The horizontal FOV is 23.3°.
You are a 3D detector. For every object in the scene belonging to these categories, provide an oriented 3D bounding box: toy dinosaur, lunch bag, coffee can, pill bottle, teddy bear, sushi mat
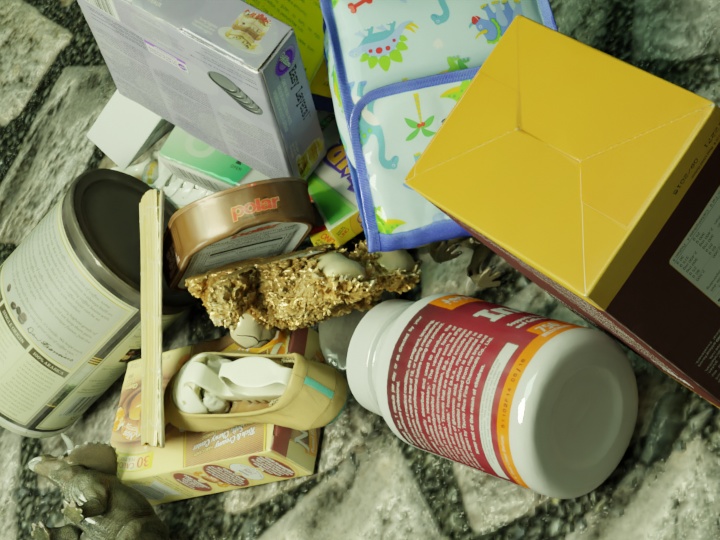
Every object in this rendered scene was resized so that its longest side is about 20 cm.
[{"bbox_3d":[0.081,-0.033,1.341,0.199,0.058,0.102,-29,31,18],"label":"toy dinosaur"},{"bbox_3d":[0.067,-0.118,1.270,0.168,0.128,0.202,-11,69,-2],"label":"lunch bag"},{"bbox_3d":[-0.190,0.205,1.380,0.200,0.102,0.077,44,125,9],"label":"toy dinosaur"},{"bbox_3d":[-0.249,0.030,1.524,0.200,0.146,0.147,-43,40,28],"label":"coffee can"},{"bbox_3d":[0.083,0.078,1.200,0.199,0.113,0.114,15,74,49],"label":"pill bottle"},{"bbox_3d":[-0.044,0.019,1.302,0.198,0.145,0.067,-12,95,29],"label":"teddy bear"},{"bbox_3d":[-0.164,0.039,1.378,0.096,0.012,0.202,166,103,-77],"label":"sushi mat"}]

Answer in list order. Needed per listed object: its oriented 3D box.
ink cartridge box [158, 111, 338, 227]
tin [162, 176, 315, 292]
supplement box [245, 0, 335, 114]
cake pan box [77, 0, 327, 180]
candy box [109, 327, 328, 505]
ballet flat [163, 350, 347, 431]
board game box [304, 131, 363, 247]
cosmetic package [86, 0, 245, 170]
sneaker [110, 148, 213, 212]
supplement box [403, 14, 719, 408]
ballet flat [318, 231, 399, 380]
[{"bbox_3d":[-0.057,-0.146,1.502,0.160,0.050,0.201,22,76,30],"label":"ink cartridge box"},{"bbox_3d":[-0.098,-0.026,1.383,0.200,0.111,0.042,132,119,-71],"label":"tin"},{"bbox_3d":[0.000,-0.235,1.403,0.109,0.109,0.201,44,114,36],"label":"supplement box"},{"bbox_3d":[-0.127,-0.161,1.350,0.199,0.185,0.052,29,69,21],"label":"cake pan box"},{"bbox_3d":[-0.118,0.118,1.423,0.199,0.055,0.116,-15,54,38],"label":"candy box"},{"bbox_3d":[-0.095,0.084,1.331,0.199,0.063,0.069,-6,60,42],"label":"ballet flat"},{"bbox_3d":[0.032,-0.098,1.385,0.199,0.030,0.096,-36,43,7],"label":"board game box"},{"bbox_3d":[-0.144,-0.195,1.538,0.200,0.052,0.151,-47,3,42],"label":"cosmetic package"},{"bbox_3d":[-0.150,-0.069,1.567,0.199,0.081,0.077,-11,55,39],"label":"sneaker"},{"bbox_3d":[0.175,-0.032,1.114,0.133,0.200,0.197,-55,39,0],"label":"supplement box"},{"bbox_3d":[0.000,0.000,1.401,0.067,0.046,0.202,-8,60,10],"label":"ballet flat"}]
